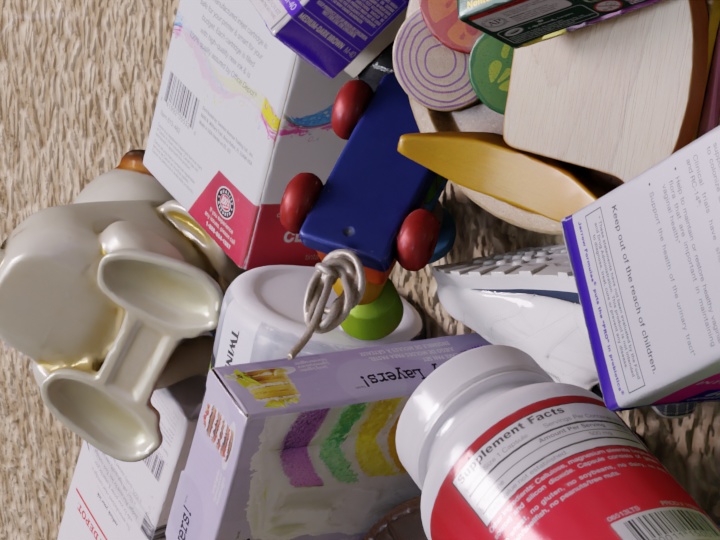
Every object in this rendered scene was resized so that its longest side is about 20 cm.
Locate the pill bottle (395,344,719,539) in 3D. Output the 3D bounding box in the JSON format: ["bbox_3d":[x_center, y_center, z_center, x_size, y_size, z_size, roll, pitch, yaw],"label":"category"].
[{"bbox_3d":[0.099,0.126,1.201,0.200,0.112,0.112,51,132,44],"label":"pill bottle"}]

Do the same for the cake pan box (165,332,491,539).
[{"bbox_3d":[-0.015,0.132,1.408,0.052,0.184,0.200,53,137,43],"label":"cake pan box"}]

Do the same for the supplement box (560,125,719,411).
[{"bbox_3d":[0.196,-0.013,1.157,0.200,0.101,0.103,-35,63,53],"label":"supplement box"}]

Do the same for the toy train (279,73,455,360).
[{"bbox_3d":[0.000,0.000,1.394,0.116,0.085,0.200,86,-154,-54],"label":"toy train"}]

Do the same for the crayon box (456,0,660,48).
[{"bbox_3d":[0.135,-0.218,1.200,0.200,0.058,0.173,-17,67,33],"label":"crayon box"}]

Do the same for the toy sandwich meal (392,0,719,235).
[{"bbox_3d":[0.098,-0.105,1.282,0.205,0.070,0.205,5,100,31],"label":"toy sandwich meal"}]

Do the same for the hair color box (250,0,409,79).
[{"bbox_3d":[0.016,-0.214,1.385,0.200,0.065,0.109,-43,49,10],"label":"hair color box"}]

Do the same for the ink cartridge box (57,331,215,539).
[{"bbox_3d":[-0.136,0.145,1.715,0.116,0.068,0.200,52,132,44],"label":"ink cartridge box"}]

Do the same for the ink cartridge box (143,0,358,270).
[{"bbox_3d":[-0.049,-0.121,1.551,0.146,0.083,0.200,46,128,47],"label":"ink cartridge box"}]

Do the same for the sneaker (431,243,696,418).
[{"bbox_3d":[0.104,0.030,1.337,0.200,0.076,0.081,9,114,60],"label":"sneaker"}]

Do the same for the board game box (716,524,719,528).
[{"bbox_3d":[0.189,0.219,1.220,0.200,0.056,0.196,-19,75,56],"label":"board game box"}]

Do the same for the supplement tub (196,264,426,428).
[{"bbox_3d":[-0.038,0.108,1.510,0.123,0.122,0.200,40,123,50],"label":"supplement tub"}]

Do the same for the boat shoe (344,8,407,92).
[{"bbox_3d":[0.072,-0.147,1.397,0.068,0.072,0.200,47,134,-6],"label":"boat shoe"}]

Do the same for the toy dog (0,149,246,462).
[{"bbox_3d":[-0.156,0.006,1.619,0.200,0.194,0.140,-63,-9,-67],"label":"toy dog"}]

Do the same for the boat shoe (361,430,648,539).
[{"bbox_3d":[0.076,0.143,1.360,0.202,0.075,0.075,-38,59,36],"label":"boat shoe"}]
